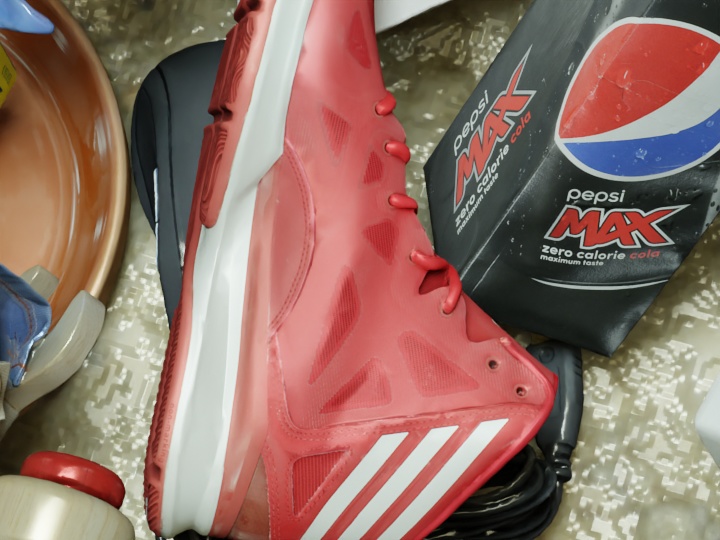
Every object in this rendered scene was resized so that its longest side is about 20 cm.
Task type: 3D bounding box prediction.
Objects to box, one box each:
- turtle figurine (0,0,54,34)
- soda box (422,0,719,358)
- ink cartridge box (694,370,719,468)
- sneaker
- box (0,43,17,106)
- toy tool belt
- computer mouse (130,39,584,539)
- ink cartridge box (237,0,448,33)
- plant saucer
[{"bbox_3d":[-0.069,-0.166,0.810,0.193,0.200,0.144,-25,32,-4],"label":"turtle figurine"},{"bbox_3d":[0.093,-0.069,0.859,0.063,0.200,0.071,17,38,-21],"label":"soda box"},{"bbox_3d":[0.208,0.026,0.727,0.200,0.086,0.148,18,71,38],"label":"ink cartridge box"},{"bbox_3d":[0.007,-0.010,0.858,0.115,0.078,0.201,12,93,-8],"label":"sneaker"},{"bbox_3d":[-0.215,-0.092,0.931,0.199,0.070,0.064,27,76,13],"label":"box"},{"bbox_3d":[-0.144,0.024,0.855,0.199,0.125,0.123,11,71,23],"label":"toy tool belt"},{"bbox_3d":[0.000,0.000,0.914,0.140,0.046,0.201,-2,60,-7],"label":"computer mouse"},{"bbox_3d":[0.021,-0.155,0.934,0.116,0.068,0.201,-20,61,42],"label":"ink cartridge box"},{"bbox_3d":[-0.175,-0.022,0.958,0.199,0.032,0.201,-1,71,4],"label":"plant saucer"}]
